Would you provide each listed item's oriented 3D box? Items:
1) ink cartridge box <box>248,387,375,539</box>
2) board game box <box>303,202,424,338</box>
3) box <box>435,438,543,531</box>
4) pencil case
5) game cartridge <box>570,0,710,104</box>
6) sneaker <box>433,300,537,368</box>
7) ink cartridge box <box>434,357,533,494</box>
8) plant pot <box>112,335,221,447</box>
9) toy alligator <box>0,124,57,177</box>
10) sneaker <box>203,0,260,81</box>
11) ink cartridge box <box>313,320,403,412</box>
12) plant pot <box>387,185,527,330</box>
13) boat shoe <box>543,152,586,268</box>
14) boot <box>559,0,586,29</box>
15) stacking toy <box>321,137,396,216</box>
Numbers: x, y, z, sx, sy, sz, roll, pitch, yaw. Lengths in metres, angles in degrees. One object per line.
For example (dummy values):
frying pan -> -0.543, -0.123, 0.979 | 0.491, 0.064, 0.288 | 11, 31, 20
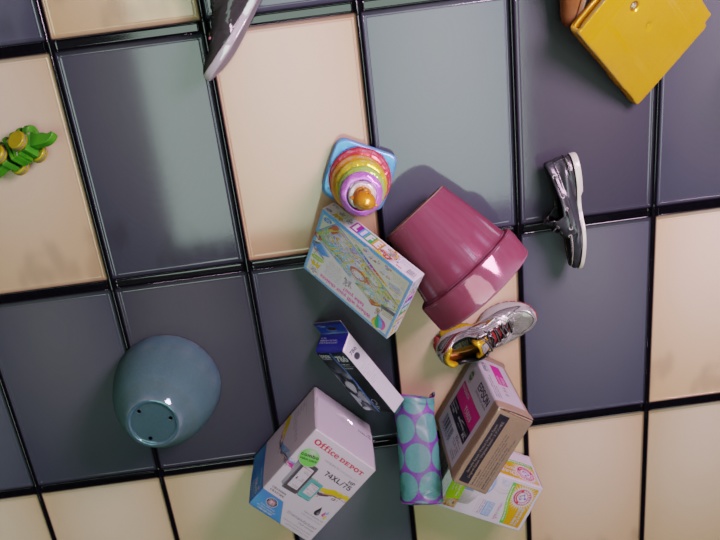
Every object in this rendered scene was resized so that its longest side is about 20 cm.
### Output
ink cartridge box -> -0.090, 0.361, 1.314 | 0.146, 0.146, 0.201 | 37, 104, -16
board game box -> 0.000, 0.000, 1.168 | 0.199, 0.034, 0.136 | 39, 132, 18
box -> 0.239, 0.411, 1.376 | 0.197, 0.102, 0.114 | 21, 109, -11
pencil case -> 0.107, 0.332, 1.308 | 0.083, 0.092, 0.204 | -3, 79, -3
game cartridge -> 0.443, -0.388, 1.097 | 0.199, 0.033, 0.177 | 30, 107, -37
sneaker -> 0.233, 0.125, 1.280 | 0.197, 0.082, 0.079 | -27, 110, 6
ink cartridge box -> 0.216, 0.270, 1.269 | 0.074, 0.201, 0.167 | 23, 107, -12
plant pot -> -0.358, 0.237, 1.260 | 0.196, 0.135, 0.204 | -1, 110, -3
toy alligator -> -0.579, -0.184, 1.136 | 0.198, 0.059, 0.055 | -30, 68, 9
sneaker -> -0.218, -0.399, 1.069 | 0.098, 0.071, 0.202 | 27, 101, -11
ink cartridge box -> -0.013, 0.178, 1.279 | 0.039, 0.099, 0.201 | -47, 109, -29
plant pot -> 0.149, -0.032, 1.170 | 0.200, 0.200, 0.179 | -42, 91, 12
boat shoe -> 0.348, -0.098, 1.208 | 0.065, 0.075, 0.203 | -8, 110, 2
boot -> 0.271, -0.471, 1.074 | 0.152, 0.074, 0.204 | -3, 112, 6
stacking toy -> 0.002, -0.128, 1.109 | 0.114, 0.201, 0.111 | 16, 109, -10
